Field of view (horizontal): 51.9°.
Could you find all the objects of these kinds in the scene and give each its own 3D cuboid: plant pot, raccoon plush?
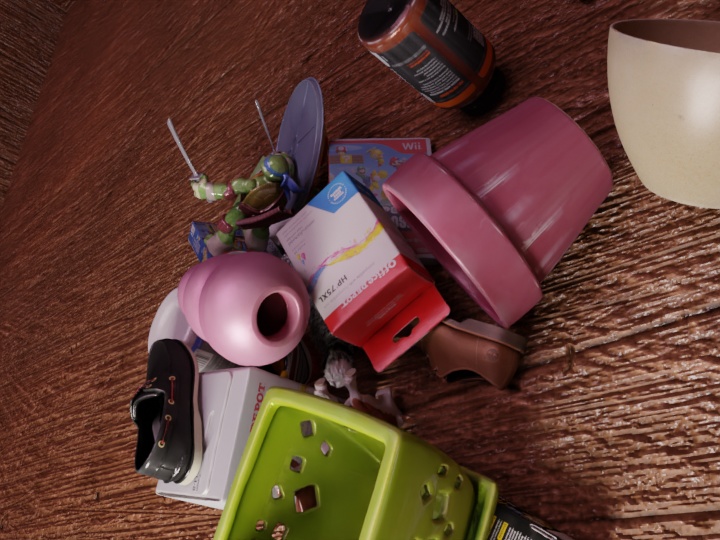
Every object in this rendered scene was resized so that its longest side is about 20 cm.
[{"bbox_3d":[0.306,-0.132,0.636,0.200,0.199,0.136,40,135,52],"label":"plant pot"},{"bbox_3d":[-0.040,0.037,0.915,0.096,0.135,0.200,-32,17,1],"label":"raccoon plush"},{"bbox_3d":[0.002,0.237,0.667,0.198,0.181,0.202,7,73,50],"label":"plant pot"},{"bbox_3d":[0.151,-0.071,0.766,0.179,0.200,0.200,-40,40,1],"label":"plant pot"}]

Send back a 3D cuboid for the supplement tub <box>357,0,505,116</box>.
[{"bbox_3d":[0.097,-0.272,0.924,0.107,0.199,0.108,-28,48,36],"label":"supplement tub"}]

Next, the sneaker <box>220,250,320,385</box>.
[{"bbox_3d":[-0.125,0.064,0.942,0.078,0.082,0.201,-35,84,31],"label":"sneaker"}]

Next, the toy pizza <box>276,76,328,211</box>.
[{"bbox_3d":[-0.083,-0.181,1.087,0.200,0.031,0.202,-173,90,-67],"label":"toy pizza"}]

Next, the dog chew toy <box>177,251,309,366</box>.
[{"bbox_3d":[-0.146,0.036,0.848,0.199,0.124,0.126,11,77,51],"label":"dog chew toy"}]

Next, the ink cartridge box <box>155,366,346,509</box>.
[{"bbox_3d":[-0.109,0.213,0.872,0.144,0.199,0.147,-13,59,44],"label":"ink cartridge box"}]

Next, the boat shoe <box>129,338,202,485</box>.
[{"bbox_3d":[-0.224,0.147,0.838,0.074,0.063,0.202,-49,36,24],"label":"boat shoe"}]

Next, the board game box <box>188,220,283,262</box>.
[{"bbox_3d":[-0.175,-0.010,1.134,0.200,0.134,0.035,51,127,51],"label":"board game box"}]

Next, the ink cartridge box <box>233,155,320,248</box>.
[{"bbox_3d":[-0.125,-0.106,1.196,0.104,0.059,0.200,-59,37,4],"label":"ink cartridge box"}]

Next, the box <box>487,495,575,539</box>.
[{"bbox_3d":[0.113,0.317,0.677,0.159,0.049,0.201,17,82,50],"label":"box"}]

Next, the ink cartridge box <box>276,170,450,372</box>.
[{"bbox_3d":[0.000,0.000,0.835,0.116,0.067,0.201,-42,56,13],"label":"ink cartridge box"}]

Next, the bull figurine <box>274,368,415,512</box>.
[{"bbox_3d":[-0.021,0.183,0.805,0.065,0.122,0.200,-4,35,46],"label":"bull figurine"}]

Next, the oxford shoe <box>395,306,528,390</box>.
[{"bbox_3d":[0.090,0.085,0.828,0.199,0.071,0.072,13,82,50],"label":"oxford shoe"}]

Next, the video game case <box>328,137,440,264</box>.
[{"bbox_3d":[0.029,-0.094,0.968,0.018,0.141,0.202,91,177,-57],"label":"video game case"}]

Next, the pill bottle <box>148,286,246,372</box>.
[{"bbox_3d":[-0.178,0.105,1.017,0.113,0.199,0.115,-26,51,37],"label":"pill bottle"}]

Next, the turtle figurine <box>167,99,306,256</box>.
[{"bbox_3d":[-0.168,-0.123,1.053,0.144,0.199,0.195,-56,-4,-47],"label":"turtle figurine"}]
